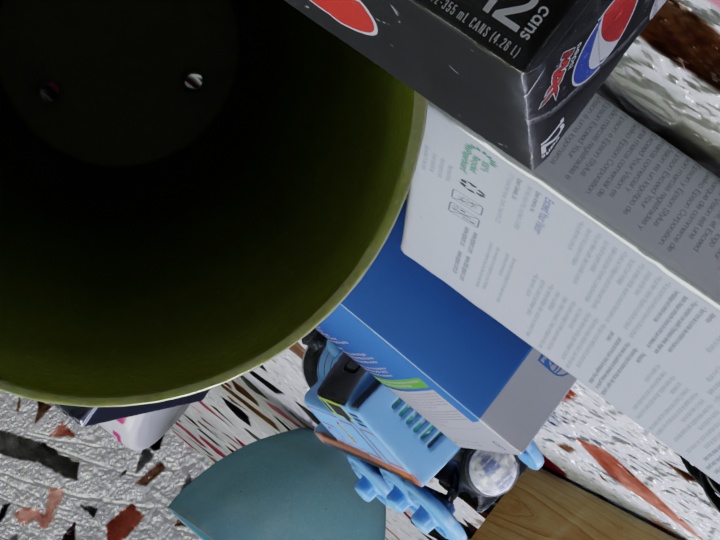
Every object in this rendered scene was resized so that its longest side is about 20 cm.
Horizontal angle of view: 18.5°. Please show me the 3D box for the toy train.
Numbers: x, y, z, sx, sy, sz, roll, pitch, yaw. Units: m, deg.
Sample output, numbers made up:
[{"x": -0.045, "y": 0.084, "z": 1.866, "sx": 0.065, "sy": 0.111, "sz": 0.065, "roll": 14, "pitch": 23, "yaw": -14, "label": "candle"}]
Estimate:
[{"x": 0.025, "y": 0.078, "z": 1.217, "sx": 0.114, "sy": 0.087, "sz": 0.200, "roll": 50, "pitch": 170, "yaw": -14, "label": "toy train"}]

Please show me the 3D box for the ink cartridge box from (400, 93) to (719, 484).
[{"x": 0.105, "y": 0.013, "z": 0.746, "sx": 0.200, "sy": 0.043, "sz": 0.196, "roll": 35, "pitch": 169, "yaw": 6, "label": "ink cartridge box"}]

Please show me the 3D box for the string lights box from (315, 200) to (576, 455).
[{"x": 0.000, "y": 0.000, "z": 1.006, "sx": 0.200, "sy": 0.059, "sz": 0.103, "roll": 40, "pitch": 169, "yaw": -10, "label": "string lights box"}]

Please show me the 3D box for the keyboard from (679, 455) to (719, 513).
[{"x": 0.194, "y": 0.120, "z": 0.916, "sx": 0.200, "sy": 0.040, "sz": 0.104, "roll": 41, "pitch": 169, "yaw": -9, "label": "keyboard"}]

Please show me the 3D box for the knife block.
[{"x": 0.122, "y": 0.157, "z": 1.318, "sx": 0.199, "sy": 0.176, "sz": 0.064, "roll": -27, "pitch": 128, "yaw": 28, "label": "knife block"}]

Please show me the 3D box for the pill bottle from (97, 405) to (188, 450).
[{"x": -0.248, "y": 0.064, "z": 2.022, "sx": 0.200, "sy": 0.114, "sz": 0.113, "roll": 36, "pitch": 170, "yaw": 14, "label": "pill bottle"}]

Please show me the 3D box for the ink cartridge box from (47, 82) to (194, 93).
[{"x": -0.115, "y": -0.088, "z": 1.099, "sx": 0.200, "sy": 0.037, "sz": 0.095, "roll": 40, "pitch": 171, "yaw": 1, "label": "ink cartridge box"}]

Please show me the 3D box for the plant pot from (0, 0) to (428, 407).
[{"x": -0.080, "y": -0.070, "z": 0.721, "sx": 0.187, "sy": 0.187, "sz": 0.200, "roll": 40, "pitch": -175, "yaw": -10, "label": "plant pot"}]

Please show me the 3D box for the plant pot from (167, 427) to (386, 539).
[{"x": -0.054, "y": 0.221, "z": 1.972, "sx": 0.200, "sy": 0.135, "sz": 0.200, "roll": 37, "pitch": 171, "yaw": 7, "label": "plant pot"}]

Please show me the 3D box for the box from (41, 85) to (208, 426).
[{"x": -0.150, "y": -0.021, "z": 1.150, "sx": 0.182, "sy": 0.104, "sz": 0.200, "roll": 38, "pitch": -172, "yaw": 9, "label": "box"}]

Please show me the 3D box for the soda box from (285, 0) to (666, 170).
[{"x": -0.018, "y": -0.113, "z": 0.553, "sx": 0.200, "sy": 0.063, "sz": 0.071, "roll": 36, "pitch": 171, "yaw": 15, "label": "soda box"}]
